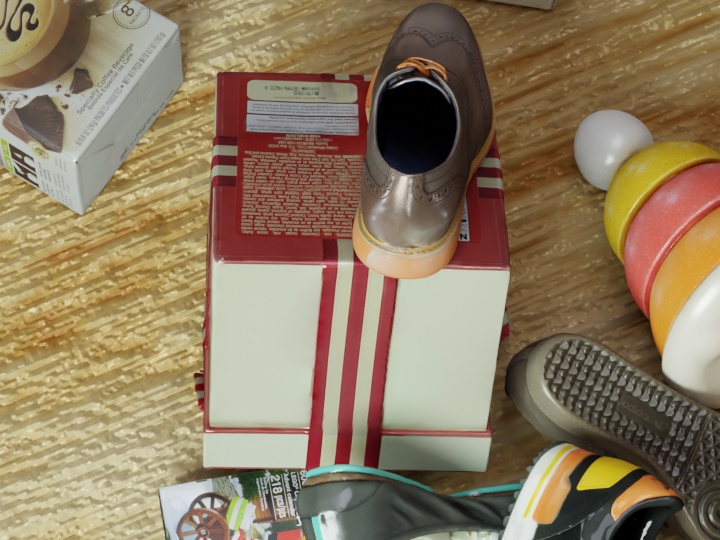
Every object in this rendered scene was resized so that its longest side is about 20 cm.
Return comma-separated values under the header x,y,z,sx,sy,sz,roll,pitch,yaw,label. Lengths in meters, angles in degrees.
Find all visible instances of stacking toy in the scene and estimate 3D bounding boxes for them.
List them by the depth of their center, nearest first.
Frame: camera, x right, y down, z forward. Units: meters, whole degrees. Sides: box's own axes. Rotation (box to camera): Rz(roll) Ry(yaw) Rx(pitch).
x,y,z,sx,sy,sz,roll,pitch,yaw,label
0.196,-0.030,1.405,0.146,0.146,0.200,-27,54,-13,stacking toy

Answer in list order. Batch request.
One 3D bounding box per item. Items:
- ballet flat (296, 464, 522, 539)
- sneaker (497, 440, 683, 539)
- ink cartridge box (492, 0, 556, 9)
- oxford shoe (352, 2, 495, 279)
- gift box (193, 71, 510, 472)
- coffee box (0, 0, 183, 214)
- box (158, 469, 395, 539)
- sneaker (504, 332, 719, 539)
x,y,z,sx,sy,sz,roll,pitch,yaw,label
0.041,0.148,1.302,0.200,0.068,0.068,8,71,-42,ballet flat
0.110,0.195,1.269,0.090,0.070,0.200,14,80,33,sneaker
0.070,-0.280,1.512,0.145,0.084,0.200,8,67,1,ink cartridge box
0.038,-0.087,1.245,0.071,0.073,0.200,6,44,1,oxford shoe
0.000,0.000,1.339,0.184,0.187,0.200,5,43,-1,gift box
-0.222,-0.140,1.443,0.200,0.080,0.113,30,69,10,coffee box
-0.031,0.209,1.325,0.137,0.038,0.200,-10,68,-6,box
0.170,0.105,1.366,0.200,0.076,0.070,41,71,-9,sneaker
